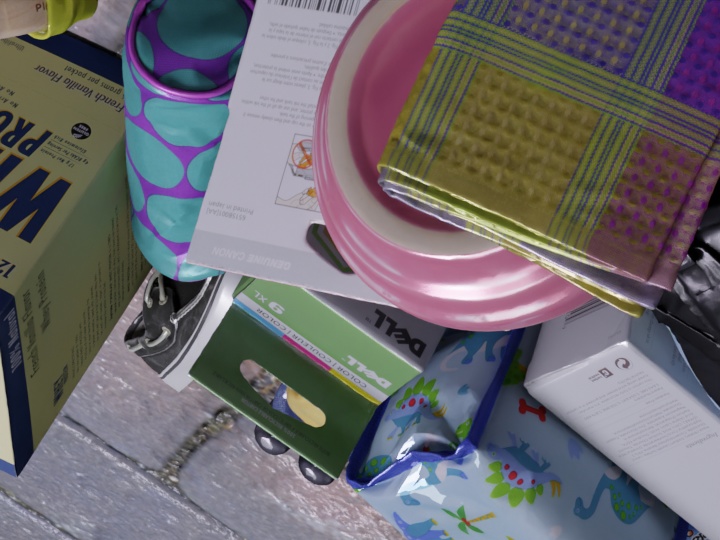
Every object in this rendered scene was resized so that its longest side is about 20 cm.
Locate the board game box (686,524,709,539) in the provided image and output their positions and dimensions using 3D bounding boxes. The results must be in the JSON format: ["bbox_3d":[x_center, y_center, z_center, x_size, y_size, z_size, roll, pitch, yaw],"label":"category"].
[{"bbox_3d":[0.161,0.198,1.348,0.035,0.199,0.135,58,-170,23],"label":"board game box"}]

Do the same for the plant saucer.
[{"bbox_3d":[0.060,-0.074,1.057,0.199,0.202,0.051,12,172,29],"label":"plant saucer"}]

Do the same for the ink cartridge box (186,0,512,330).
[{"bbox_3d":[0.022,-0.067,1.128,0.199,0.175,0.043,11,173,30],"label":"ink cartridge box"}]

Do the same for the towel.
[{"bbox_3d":[0.106,-0.093,0.995,0.143,0.201,0.023,23,167,12],"label":"towel"}]

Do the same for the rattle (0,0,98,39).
[{"bbox_3d":[-0.237,-0.206,1.263,0.200,0.130,0.144,36,152,53],"label":"rattle"}]

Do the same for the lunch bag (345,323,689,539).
[{"bbox_3d":[0.104,0.090,1.256,0.127,0.201,0.170,-19,123,43],"label":"lunch bag"}]

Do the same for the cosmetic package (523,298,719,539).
[{"bbox_3d":[0.193,0.067,1.207,0.200,0.113,0.081,41,136,-22],"label":"cosmetic package"}]

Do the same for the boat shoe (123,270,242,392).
[{"bbox_3d":[-0.118,0.027,1.492,0.063,0.071,0.200,33,152,-5],"label":"boat shoe"}]

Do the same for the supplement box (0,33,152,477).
[{"bbox_3d":[-0.228,-0.019,1.394,0.133,0.201,0.201,24,149,11],"label":"supplement box"}]

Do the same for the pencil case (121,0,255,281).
[{"bbox_3d":[-0.095,-0.079,1.301,0.092,0.085,0.201,38,153,19],"label":"pencil case"}]

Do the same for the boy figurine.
[{"bbox_3d":[-0.013,0.078,1.481,0.124,0.065,0.200,33,149,-3],"label":"boy figurine"}]

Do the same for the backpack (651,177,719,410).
[{"bbox_3d":[0.241,0.026,1.107,0.162,0.154,0.201,-22,106,32],"label":"backpack"}]

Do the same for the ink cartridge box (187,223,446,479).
[{"bbox_3d":[0.000,0.000,1.216,0.103,0.201,0.059,36,148,-10],"label":"ink cartridge box"}]
